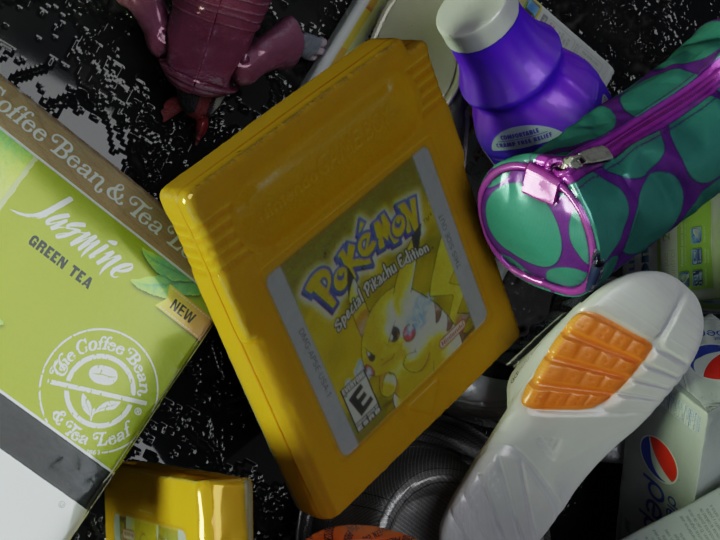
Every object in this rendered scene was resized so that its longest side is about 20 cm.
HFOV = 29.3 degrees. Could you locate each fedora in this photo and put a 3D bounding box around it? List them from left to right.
[{"bbox_3d":[0.058,0.182,0.840,0.200,0.090,0.177,45,70,-16],"label":"fedora"}]

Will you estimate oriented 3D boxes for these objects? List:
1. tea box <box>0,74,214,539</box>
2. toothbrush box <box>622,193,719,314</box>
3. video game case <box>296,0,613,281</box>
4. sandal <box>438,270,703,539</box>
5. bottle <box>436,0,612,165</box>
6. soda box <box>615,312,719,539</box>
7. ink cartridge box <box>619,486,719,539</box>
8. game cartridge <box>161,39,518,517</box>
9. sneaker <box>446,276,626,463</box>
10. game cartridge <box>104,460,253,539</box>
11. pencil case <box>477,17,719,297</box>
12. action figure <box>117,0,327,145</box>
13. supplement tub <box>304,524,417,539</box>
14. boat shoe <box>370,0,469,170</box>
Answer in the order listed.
[{"bbox_3d":[-0.204,0.023,0.705,0.199,0.133,0.198,38,70,-18],"label":"tea box"},{"bbox_3d":[0.261,-0.051,0.894,0.085,0.200,0.148,5,84,-24],"label":"toothbrush box"},{"bbox_3d":[0.057,-0.106,0.901,0.181,0.023,0.201,36,73,-19],"label":"video game case"},{"bbox_3d":[0.109,0.079,0.796,0.079,0.059,0.207,39,92,-21],"label":"sandal"},{"bbox_3d":[0.112,-0.091,0.834,0.200,0.083,0.066,49,43,-41],"label":"bottle"},{"bbox_3d":[0.211,0.130,0.874,0.068,0.063,0.202,-25,133,-25],"label":"soda box"},{"bbox_3d":[0.206,0.224,0.867,0.198,0.043,0.197,-26,133,1],"label":"ink cartridge box"},{"bbox_3d":[0.000,0.000,0.730,0.176,0.032,0.202,-40,124,-32],"label":"game cartridge"},{"bbox_3d":[0.113,0.049,0.889,0.199,0.075,0.115,22,76,-28],"label":"sneaker"},{"bbox_3d":[-0.098,0.204,0.718,0.032,0.176,0.203,1,85,-26],"label":"game cartridge"},{"bbox_3d":[0.161,-0.066,0.770,0.199,0.093,0.085,-35,65,-27],"label":"pencil case"},{"bbox_3d":[-0.069,-0.159,0.775,0.132,0.149,0.202,12,114,-12],"label":"action figure"},{"bbox_3d":[-0.011,0.247,0.744,0.121,0.123,0.202,3,115,-25],"label":"supplement tub"},{"bbox_3d":[0.034,-0.078,0.854,0.066,0.057,0.203,1,80,11],"label":"boat shoe"}]
